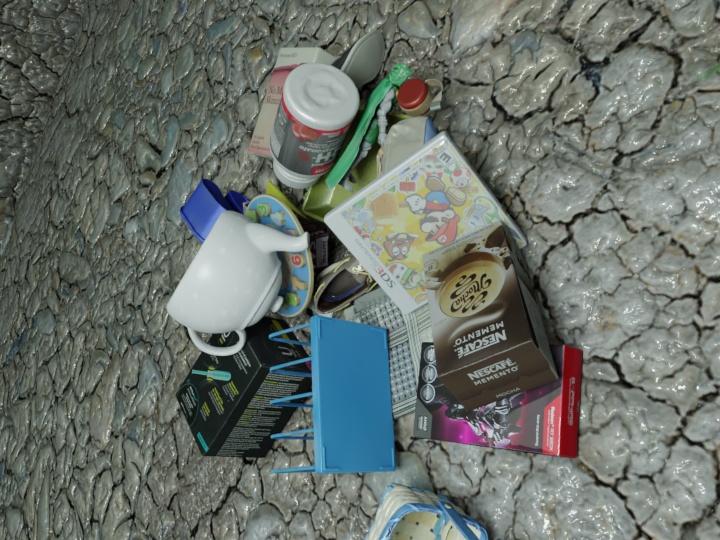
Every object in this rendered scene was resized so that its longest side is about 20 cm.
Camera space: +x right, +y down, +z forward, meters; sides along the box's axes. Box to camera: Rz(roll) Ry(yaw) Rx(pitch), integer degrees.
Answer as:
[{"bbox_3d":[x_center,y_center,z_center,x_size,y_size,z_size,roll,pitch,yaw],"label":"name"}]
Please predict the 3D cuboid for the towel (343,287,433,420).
[{"bbox_3d":[0.044,0.113,0.974,0.192,0.035,0.200,-30,57,38],"label":"towel"}]

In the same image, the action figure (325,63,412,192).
[{"bbox_3d":[0.018,-0.215,0.994,0.200,0.055,0.118,-60,9,27],"label":"action figure"}]

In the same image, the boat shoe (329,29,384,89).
[{"bbox_3d":[-0.025,-0.324,1.116,0.060,0.074,0.200,12,66,37],"label":"boat shoe"}]

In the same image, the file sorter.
[{"bbox_3d":[-0.046,0.181,0.931,0.123,0.139,0.200,-20,65,41],"label":"file sorter"}]

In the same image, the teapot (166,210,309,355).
[{"bbox_3d":[-0.185,0.021,0.995,0.198,0.146,0.200,-63,14,-18],"label":"teapot"}]

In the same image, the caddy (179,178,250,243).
[{"bbox_3d":[-0.265,-0.087,1.286,0.105,0.141,0.200,-57,44,13],"label":"caddy"}]

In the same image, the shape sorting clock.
[{"bbox_3d":[-0.137,-0.022,1.066,0.200,0.039,0.200,31,129,48],"label":"shape sorting clock"}]

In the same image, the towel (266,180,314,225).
[{"bbox_3d":[-0.115,-0.077,1.180,0.200,0.018,0.086,45,139,40],"label":"towel"}]

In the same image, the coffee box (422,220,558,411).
[{"bbox_3d":[0.146,0.049,0.786,0.113,0.080,0.200,-25,38,20],"label":"coffee box"}]

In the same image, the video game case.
[{"bbox_3d":[0.083,-0.054,0.874,0.200,0.182,0.023,-33,19,25],"label":"video game case"}]

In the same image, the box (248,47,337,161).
[{"bbox_3d":[-0.100,-0.282,1.194,0.128,0.109,0.200,20,94,48],"label":"box"}]

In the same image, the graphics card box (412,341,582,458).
[{"bbox_3d":[0.161,0.151,0.811,0.200,0.051,0.126,-3,75,41],"label":"graphics card box"}]

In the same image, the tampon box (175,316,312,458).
[{"bbox_3d":[-0.194,0.194,1.135,0.200,0.126,0.150,-56,46,17],"label":"tampon box"}]

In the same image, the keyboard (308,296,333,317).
[{"bbox_3d":[-0.101,0.025,1.173,0.200,0.011,0.056,30,100,47],"label":"keyboard"}]

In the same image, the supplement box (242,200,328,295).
[{"bbox_3d":[-0.129,-0.043,1.142,0.200,0.061,0.109,33,131,47],"label":"supplement box"}]

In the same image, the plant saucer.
[{"bbox_3d":[0.006,-0.159,1.088,0.200,0.048,0.200,26,97,48],"label":"plant saucer"}]

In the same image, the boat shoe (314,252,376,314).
[{"bbox_3d":[0.000,0.000,1.015,0.200,0.072,0.060,-36,27,34],"label":"boat shoe"}]

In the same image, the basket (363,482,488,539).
[{"bbox_3d":[0.077,0.349,0.773,0.200,0.139,0.176,-126,58,-76],"label":"basket"}]

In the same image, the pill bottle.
[{"bbox_3d":[-0.078,-0.210,1.020,0.200,0.111,0.111,124,144,-61],"label":"pill bottle"}]

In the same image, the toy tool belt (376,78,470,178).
[{"bbox_3d":[0.092,-0.156,0.951,0.125,0.123,0.200,-7,67,31],"label":"toy tool belt"}]
